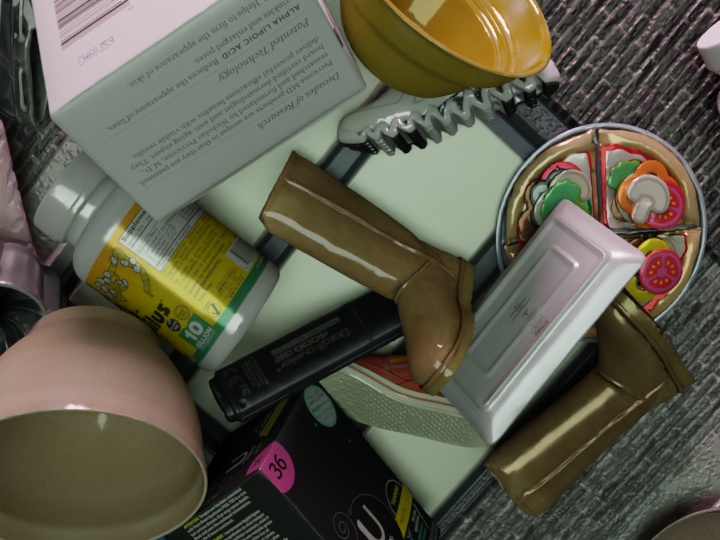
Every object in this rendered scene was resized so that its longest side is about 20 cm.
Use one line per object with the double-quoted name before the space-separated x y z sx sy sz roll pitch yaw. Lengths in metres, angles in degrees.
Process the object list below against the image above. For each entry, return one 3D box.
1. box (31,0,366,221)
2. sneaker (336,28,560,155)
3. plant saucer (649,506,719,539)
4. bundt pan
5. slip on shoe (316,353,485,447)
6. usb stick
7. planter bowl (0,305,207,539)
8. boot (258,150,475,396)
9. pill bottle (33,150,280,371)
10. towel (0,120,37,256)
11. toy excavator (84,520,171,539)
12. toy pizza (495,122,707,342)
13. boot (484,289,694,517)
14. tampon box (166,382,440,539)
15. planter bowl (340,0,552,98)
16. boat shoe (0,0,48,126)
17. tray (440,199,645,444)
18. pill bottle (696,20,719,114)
"box" -0.129 -0.186 0.667 0.197 0.201 0.131 -30 142 7
"sneaker" 0.069 -0.158 0.759 0.196 0.075 0.083 -19 84 6
"plant saucer" 0.355 0.324 0.878 0.195 0.035 0.206 0 102 1
"bundt pan" -0.344 0.039 0.764 0.196 0.077 0.205 -4 137 -3
"slip on shoe" 0.032 0.107 0.822 0.195 0.062 0.075 15 139 9
"usb stick" -0.038 0.071 0.780 0.197 0.056 0.033 -26 147 -19
"planter bowl" -0.222 0.118 0.710 0.195 0.137 0.203 -5 135 -5
"boot" 0.000 0.000 0.745 0.197 0.176 0.067 31 120 -10
"pill bottle" -0.178 -0.013 0.765 0.199 0.113 0.114 37 101 -8
"towel" -0.393 -0.069 0.769 0.186 0.032 0.204 -3 120 1
"toy excavator" -0.175 0.259 0.831 0.197 0.195 0.101 -6 133 -39
"toy pizza" 0.222 -0.030 0.799 0.195 0.032 0.206 0 103 1
"boot" 0.192 0.121 0.786 0.199 0.066 0.175 -41 124 8
"tampon box" -0.043 0.233 0.787 0.125 0.150 0.201 -36 101 25
"planter bowl" 0.045 -0.196 0.674 0.199 0.202 0.084 37 131 -8
"boat shoe" -0.278 -0.222 0.744 0.069 0.072 0.204 16 113 0
"tray" 0.139 0.037 0.741 0.201 0.107 0.022 -52 134 6
"pill bottle" 0.373 -0.128 0.733 0.115 0.116 0.202 -33 101 8
